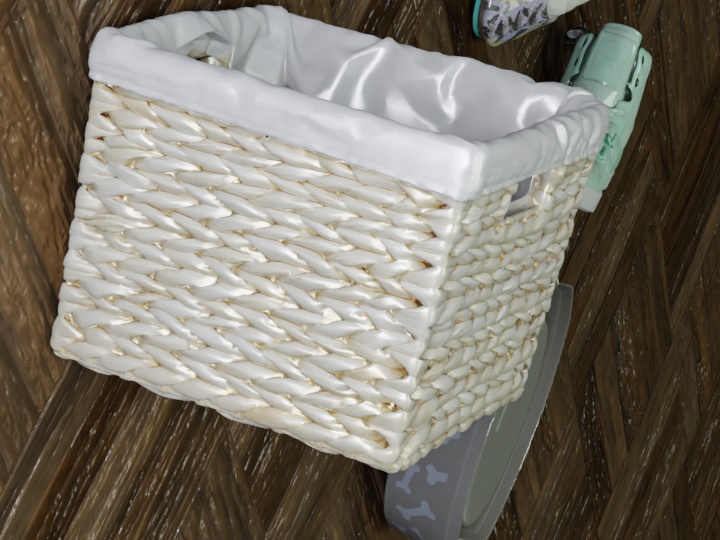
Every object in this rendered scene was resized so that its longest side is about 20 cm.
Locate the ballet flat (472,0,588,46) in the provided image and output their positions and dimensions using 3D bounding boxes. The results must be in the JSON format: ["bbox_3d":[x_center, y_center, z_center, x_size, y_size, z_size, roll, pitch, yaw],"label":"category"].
[{"bbox_3d":[0.137,-0.210,1.798,0.072,0.072,0.201,86,27,-42],"label":"ballet flat"}]

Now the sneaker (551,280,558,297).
[{"bbox_3d":[0.043,-0.038,1.676,0.074,0.085,0.200,-34,140,8],"label":"sneaker"}]

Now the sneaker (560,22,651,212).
[{"bbox_3d":[0.144,-0.108,1.873,0.200,0.073,0.119,-39,146,-74],"label":"sneaker"}]

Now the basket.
[{"bbox_3d":[-0.012,-0.022,1.324,0.198,0.199,0.162,-22,126,-66],"label":"basket"}]

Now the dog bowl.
[{"bbox_3d":[0.074,0.090,1.807,0.200,0.058,0.201,20,90,-78],"label":"dog bowl"}]
